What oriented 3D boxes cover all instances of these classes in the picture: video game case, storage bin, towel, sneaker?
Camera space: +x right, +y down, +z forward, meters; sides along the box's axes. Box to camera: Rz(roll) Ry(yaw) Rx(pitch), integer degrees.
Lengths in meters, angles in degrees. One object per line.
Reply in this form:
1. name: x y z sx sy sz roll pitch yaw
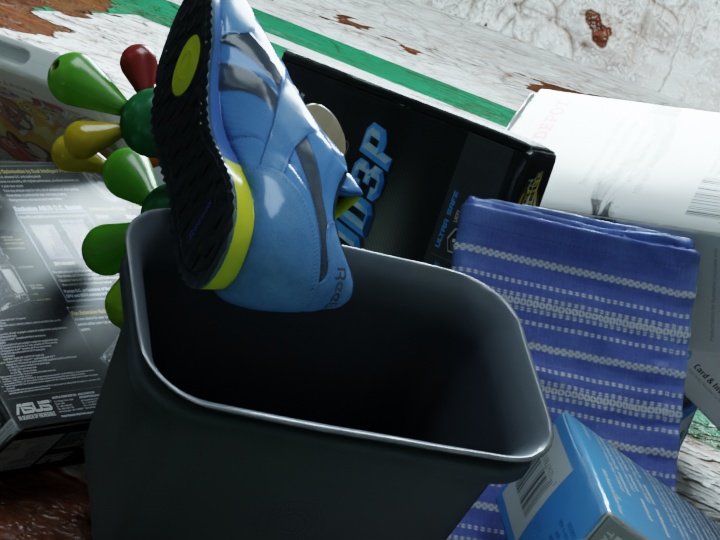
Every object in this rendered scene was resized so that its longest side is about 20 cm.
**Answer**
1. video game case: -0.188 -0.082 1.331 0.181 0.023 0.200 20 -18 25
2. storage bin: -0.036 0.069 1.071 0.199 0.135 0.146 12 38 -23
3. towel: 0.106 0.069 1.190 0.144 0.202 0.024 12 -13 -21
4. sneaker: -0.046 -0.056 1.051 0.078 0.066 0.201 14 40 -25

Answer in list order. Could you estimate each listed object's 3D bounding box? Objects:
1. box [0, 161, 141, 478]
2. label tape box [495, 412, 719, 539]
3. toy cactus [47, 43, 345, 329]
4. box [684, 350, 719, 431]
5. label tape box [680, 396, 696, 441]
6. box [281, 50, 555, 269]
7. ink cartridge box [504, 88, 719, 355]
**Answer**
1. box: -0.160 0.020 1.178 0.199 0.050 0.158 -5 59 -58
2. label tape box: 0.165 0.167 1.107 0.200 0.066 0.143 38 10 -12
3. toy cactus: -0.070 -0.033 1.145 0.164 0.201 0.102 -27 -1 35
4. box: 0.249 0.064 1.417 0.200 0.041 0.156 44 27 -17
5. label tape box: 0.087 0.066 1.363 0.199 0.066 0.143 31 17 16
6. box: 0.000 0.000 1.268 0.158 0.201 0.046 23 8 22
7. ink cartridge box: 0.174 -0.027 1.322 0.198 0.084 0.145 9 33 20
